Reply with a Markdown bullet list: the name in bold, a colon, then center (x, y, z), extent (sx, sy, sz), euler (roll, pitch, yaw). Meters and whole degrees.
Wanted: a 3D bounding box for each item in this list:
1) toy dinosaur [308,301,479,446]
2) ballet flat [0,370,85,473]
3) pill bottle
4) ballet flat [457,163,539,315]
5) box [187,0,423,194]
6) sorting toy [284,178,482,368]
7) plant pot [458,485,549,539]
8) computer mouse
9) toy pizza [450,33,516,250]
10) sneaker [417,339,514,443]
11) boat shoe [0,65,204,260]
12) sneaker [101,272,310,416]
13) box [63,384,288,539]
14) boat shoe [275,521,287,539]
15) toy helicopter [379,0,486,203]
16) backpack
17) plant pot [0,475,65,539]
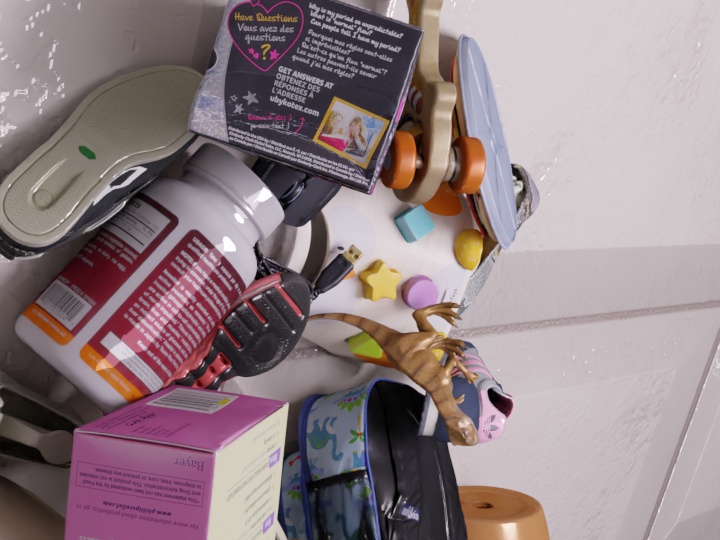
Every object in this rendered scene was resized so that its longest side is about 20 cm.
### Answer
- **toy dinosaur**: center (0.040, 0.067, 1.016), extent (0.106, 0.200, 0.061), euler (-31, 149, -38)
- **ballet flat**: center (-0.264, 0.107, 0.848), extent (0.200, 0.069, 0.070), euler (33, 87, -51)
- **pill bottle**: center (-0.151, 0.006, 0.874), extent (0.200, 0.113, 0.113), euler (-49, 139, -14)
- **ballet flat**: center (0.110, -0.033, 1.170), extent (0.201, 0.072, 0.072), euler (-52, 140, -21)
- **box**: center (-0.035, -0.128, 0.831), extent (0.200, 0.131, 0.115), euler (-77, -174, -87)
- **sorting toy**: center (0.000, 0.000, 1.070), extent (0.179, 0.107, 0.201), euler (13, 103, -30)
- **plant pot**: center (0.138, 0.333, 1.335), extent (0.199, 0.199, 0.141), euler (-6, 100, -45)
- **computer mouse**: center (-0.031, -0.063, 0.981), extent (0.140, 0.046, 0.200), euler (44, 77, -27)
- **toy pizza**: center (0.108, -0.116, 1.074), extent (0.200, 0.032, 0.201), euler (-11, 90, -75)
- **sneaker**: center (0.108, 0.121, 1.117), extent (0.200, 0.082, 0.071), euler (-49, 149, -71)
- **boat shoe**: center (-0.184, -0.080, 0.842), extent (0.200, 0.072, 0.068), euler (-45, 177, -29)
- **sneaker**: center (-0.132, 0.059, 0.944), extent (0.200, 0.087, 0.074), euler (-39, 132, -14)
- **box**: center (-0.125, 0.194, 0.794), extent (0.176, 0.096, 0.201), euler (-20, 116, -79)
- **boat shoe**: center (-0.131, 0.207, 1.022), extent (0.068, 0.075, 0.201), euler (-44, 114, -31)
- **toy helicopter**: center (0.049, -0.157, 0.987), extent (0.078, 0.132, 0.201), euler (2, 93, -18)
- **backpack**: center (0.005, 0.213, 1.122), extent (0.183, 0.146, 0.201), euler (29, 49, -57)
- **plant pot**: center (-0.283, 0.244, 0.827), extent (0.201, 0.199, 0.177), euler (-63, 153, 2)
